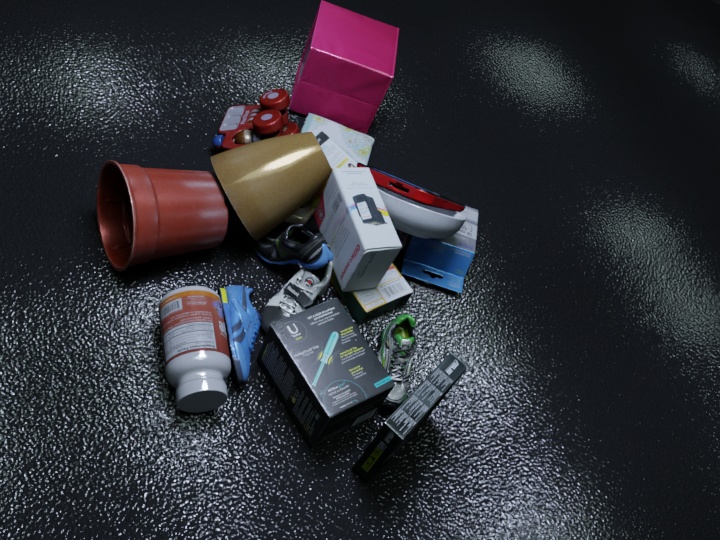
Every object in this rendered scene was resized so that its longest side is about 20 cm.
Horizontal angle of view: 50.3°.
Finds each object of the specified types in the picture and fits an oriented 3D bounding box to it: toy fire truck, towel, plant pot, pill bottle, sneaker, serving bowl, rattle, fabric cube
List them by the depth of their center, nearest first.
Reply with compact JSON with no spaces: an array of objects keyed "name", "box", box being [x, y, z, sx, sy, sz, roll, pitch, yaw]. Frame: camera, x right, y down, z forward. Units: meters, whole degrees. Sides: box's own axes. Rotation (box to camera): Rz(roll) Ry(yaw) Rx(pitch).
[{"name":"pill bottle","box":[-0.285,0.137,1.327,0.112,0.112,0.200,-1,56,-22]},{"name":"sneaker","box":[-0.212,0.112,1.403,0.078,0.066,0.200,-2,55,-19]},{"name":"plant pot","box":[-0.367,-0.108,1.439,0.195,0.201,0.201,-7,58,-36]},{"name":"sneaker","box":[0.064,0.168,1.458,0.078,0.085,0.200,15,52,-10]},{"name":"sneaker","box":[-0.121,0.043,1.479,0.074,0.089,0.200,35,52,4]},{"name":"sneaker","box":[-0.133,-0.054,1.503,0.199,0.083,0.071,7,29,44]},{"name":"plant pot","box":[-0.163,-0.187,1.511,0.200,0.186,0.187,-28,65,-2]},{"name":"serving bowl","box":[0.110,-0.110,1.557,0.200,0.066,0.200,18,13,-4]},{"name":"rattle","box":[-0.170,-0.193,1.605,0.200,0.143,0.130,35,65,-1]},{"name":"toy fire truck","box":[-0.232,-0.303,1.672,0.168,0.112,0.200,-4,43,13]},{"name":"towel","box":[-0.067,-0.264,1.755,0.171,0.048,0.200,22,50,-9]},{"name":"fabric cube","box":[-0.040,-0.480,1.827,0.199,0.200,0.196,16,50,-12]}]

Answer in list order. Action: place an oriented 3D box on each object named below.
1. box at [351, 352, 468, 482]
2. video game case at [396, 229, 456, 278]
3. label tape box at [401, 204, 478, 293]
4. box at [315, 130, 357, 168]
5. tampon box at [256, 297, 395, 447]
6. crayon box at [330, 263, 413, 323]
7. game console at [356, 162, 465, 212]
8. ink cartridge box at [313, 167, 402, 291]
[{"name":"box","box":[0.085,0.256,1.330,0.048,0.193,0.200,42,51,11]},{"name":"video game case","box":[0.137,-0.075,1.711,0.200,0.019,0.143,26,50,0]},{"name":"label tape box","box":[0.176,-0.065,1.665,0.144,0.063,0.200,18,50,-7]},{"name":"box","box":[-0.043,-0.203,1.661,0.200,0.049,0.082,43,60,4]},{"name":"tampon box","box":[-0.065,0.180,1.371,0.150,0.126,0.200,-20,64,-33]},{"name":"crayon box","box":[0.000,0.000,1.580,0.126,0.052,0.200,-21,66,-32]},{"name":"game console","box":[0.101,-0.173,1.594,0.200,0.031,0.177,28,14,32]},{"name":"ink cartridge box","box":[-0.010,-0.080,1.507,0.083,0.146,0.200,-5,58,-27]}]
